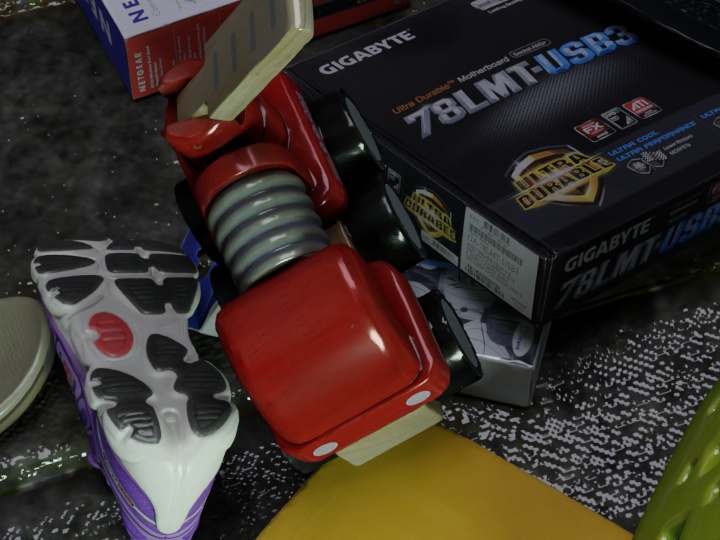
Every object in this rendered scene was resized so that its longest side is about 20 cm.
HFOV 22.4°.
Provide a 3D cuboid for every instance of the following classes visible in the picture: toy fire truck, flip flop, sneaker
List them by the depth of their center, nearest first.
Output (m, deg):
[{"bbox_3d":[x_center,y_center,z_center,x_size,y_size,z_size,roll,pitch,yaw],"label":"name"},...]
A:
[{"bbox_3d":[-0.028,-0.027,0.770,0.128,0.200,0.177,-29,66,10],"label":"toy fire truck"},{"bbox_3d":[-0.113,0.051,0.852,0.080,0.084,0.200,2,34,-17],"label":"sneaker"},{"bbox_3d":[-0.244,0.048,0.861,0.198,0.058,0.081,-7,51,-5],"label":"flip flop"}]

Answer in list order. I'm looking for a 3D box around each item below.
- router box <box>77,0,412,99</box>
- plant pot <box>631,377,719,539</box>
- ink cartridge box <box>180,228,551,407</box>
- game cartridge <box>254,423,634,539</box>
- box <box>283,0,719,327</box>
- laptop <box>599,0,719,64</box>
[{"bbox_3d":[-0.090,-0.208,1.073,0.179,0.049,0.200,-21,54,-16],"label":"router box"},{"bbox_3d":[0.218,0.121,0.700,0.198,0.182,0.201,28,57,5],"label":"plant pot"},{"bbox_3d":[0.000,0.000,0.913,0.199,0.039,0.100,11,53,10],"label":"ink cartridge box"},{"bbox_3d":[0.041,0.163,0.788,0.199,0.033,0.176,29,57,24],"label":"game cartridge"},{"bbox_3d":[0.093,-0.074,0.934,0.199,0.050,0.198,-25,49,-33],"label":"box"},{"bbox_3d":[0.188,-0.203,1.028,0.177,0.104,0.200,32,23,24],"label":"laptop"}]
